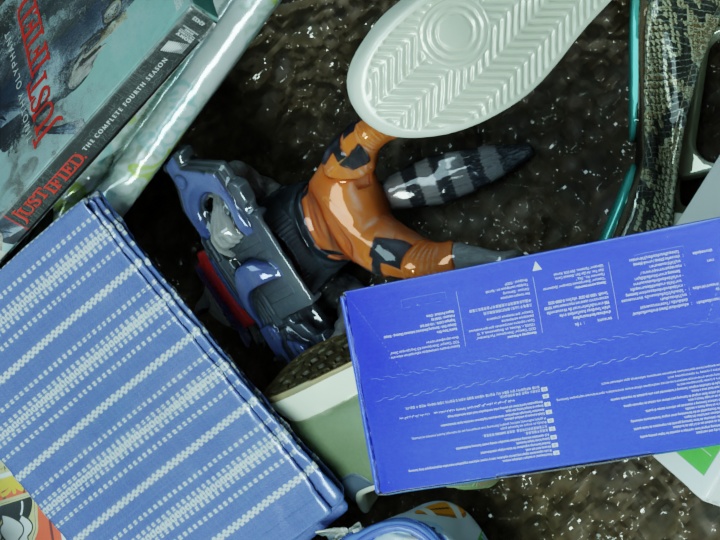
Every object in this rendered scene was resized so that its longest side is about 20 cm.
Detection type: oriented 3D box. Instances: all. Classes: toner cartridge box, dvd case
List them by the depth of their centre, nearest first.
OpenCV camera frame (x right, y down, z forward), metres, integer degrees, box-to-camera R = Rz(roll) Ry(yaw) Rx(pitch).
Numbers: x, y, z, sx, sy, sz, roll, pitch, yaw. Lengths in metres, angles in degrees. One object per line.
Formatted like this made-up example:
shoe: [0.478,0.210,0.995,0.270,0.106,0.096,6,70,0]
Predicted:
toner cartridge box: [0.093,0.037,1.001,0.199,0.043,0.096,-11,89,29]
dvd case: [-0.152,-0.102,1.151,0.200,0.022,0.146,-45,39,24]

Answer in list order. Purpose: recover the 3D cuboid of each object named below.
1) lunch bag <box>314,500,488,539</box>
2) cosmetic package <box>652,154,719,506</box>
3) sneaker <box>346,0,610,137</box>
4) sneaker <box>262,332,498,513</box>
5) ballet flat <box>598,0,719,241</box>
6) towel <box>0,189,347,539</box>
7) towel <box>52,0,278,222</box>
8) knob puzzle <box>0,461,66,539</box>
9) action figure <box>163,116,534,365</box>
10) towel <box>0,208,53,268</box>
lunch bag: [0.026,0.216,1.111,0.160,0.075,0.201,-32,81,25]
cosmetic package: [0.202,0.005,1.038,0.108,0.085,0.201,40,104,49]
sneaker: [0.071,-0.139,1.110,0.200,0.075,0.084,-37,22,-7]
sneaker: [0.054,0.059,1.105,0.199,0.067,0.090,-21,107,30]
ballet flat: [0.152,-0.052,1.106,0.075,0.068,0.201,11,86,5]
towel: [-0.114,0.076,1.136,0.145,0.024,0.200,-39,90,27]
towel: [-0.088,-0.116,1.193,0.048,0.171,0.200,36,104,-4]
knob puzzle: [-0.228,0.216,1.302,0.219,0.030,0.221,-5,80,29]
action figure: [0.000,0.000,1.186,0.193,0.105,0.201,-19,103,33]
towel: [-0.152,-0.089,1.233,0.022,0.147,0.201,23,85,-5]
